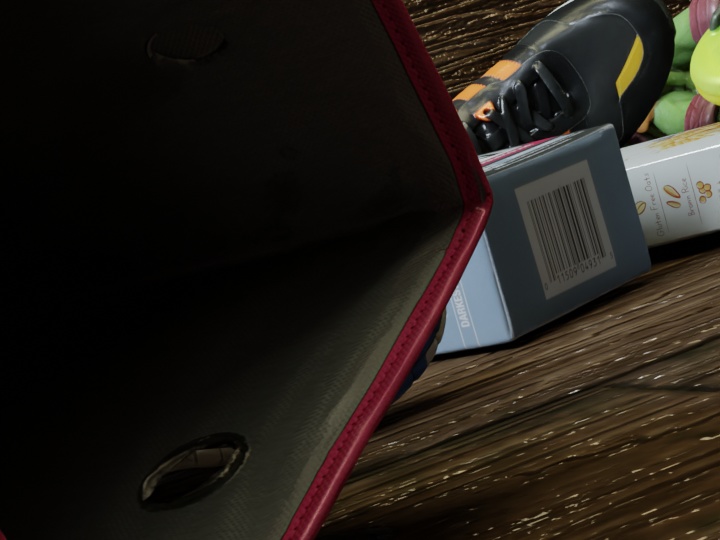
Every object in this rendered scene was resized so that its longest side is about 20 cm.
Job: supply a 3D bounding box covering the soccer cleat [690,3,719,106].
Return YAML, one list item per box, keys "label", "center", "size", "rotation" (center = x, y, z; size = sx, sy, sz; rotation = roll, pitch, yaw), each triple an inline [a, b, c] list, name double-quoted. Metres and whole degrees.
- label: "soccer cleat"
  center: [0.229, -0.108, 0.941]
  size: [0.199, 0.084, 0.065]
  rotation: [-29, 42, -8]

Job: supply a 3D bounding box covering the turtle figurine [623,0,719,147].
- label: "turtle figurine"
  center: [0.128, -0.105, 1.168]
  size: [0.193, 0.200, 0.144]
  rotation: [-3, 47, 49]

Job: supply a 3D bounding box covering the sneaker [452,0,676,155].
- label: "sneaker"
  center: [0.061, -0.052, 1.046]
  size: [0.200, 0.070, 0.090]
  rotation: [-37, 3, 21]

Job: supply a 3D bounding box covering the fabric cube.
- label: "fabric cube"
  center: [-0.122, -0.022, 0.500]
  size: [0.198, 0.201, 0.197]
  rotation: [-14, 27, 33]

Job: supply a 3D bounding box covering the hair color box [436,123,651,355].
- label: "hair color box"
  center: [0.000, 0.000, 0.880]
  size: [0.199, 0.061, 0.099]
  rotation: [-12, 7, 40]

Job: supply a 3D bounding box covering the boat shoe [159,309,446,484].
- label: "boat shoe"
  center: [-0.068, 0.031, 0.700]
  size: [0.199, 0.073, 0.072]
  rotation: [-19, 5, -26]

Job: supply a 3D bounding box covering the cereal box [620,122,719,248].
- label: "cereal box"
  center: [0.171, -0.046, 0.943]
  size: [0.198, 0.040, 0.144]
  rotation: [-14, 5, 25]
